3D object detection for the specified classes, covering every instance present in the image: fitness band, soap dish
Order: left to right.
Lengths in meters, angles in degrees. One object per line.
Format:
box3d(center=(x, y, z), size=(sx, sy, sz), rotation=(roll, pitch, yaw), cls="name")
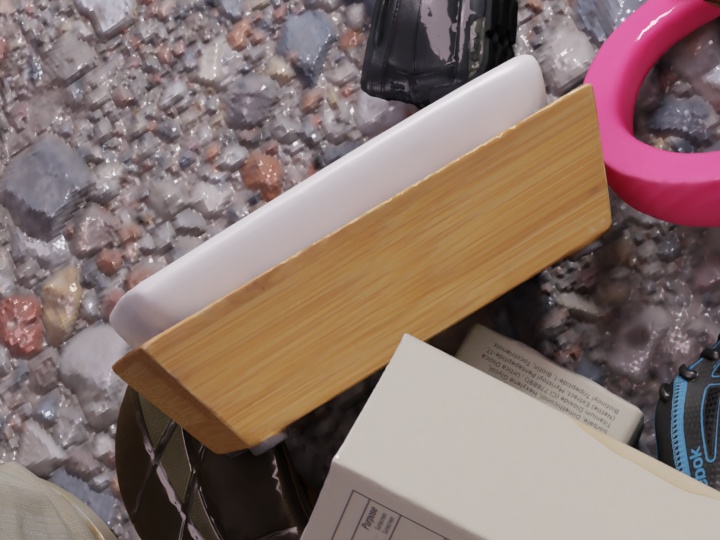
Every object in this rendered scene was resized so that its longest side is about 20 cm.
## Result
box3d(center=(0.000, 0.000, 1.020), size=(0.200, 0.157, 0.081), rotation=(-30, 90, -11), cls="soap dish")
box3d(center=(0.180, -0.089, 1.011), size=(0.200, 0.037, 0.144), rotation=(-16, 45, 23), cls="fitness band")

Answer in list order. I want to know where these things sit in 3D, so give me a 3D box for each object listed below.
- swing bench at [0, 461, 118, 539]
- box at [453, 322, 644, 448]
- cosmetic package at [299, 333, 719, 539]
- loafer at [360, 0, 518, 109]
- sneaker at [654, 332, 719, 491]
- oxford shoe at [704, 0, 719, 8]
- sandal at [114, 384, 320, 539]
box3d(center=(-0.194, 0.176, 1.077), size=(0.130, 0.199, 0.200), rotation=(18, 88, 28), cls="swing bench")
box3d(center=(0.034, 0.128, 1.023), size=(0.082, 0.068, 0.200), rotation=(30, 83, 10), cls="box")
box3d(center=(0.079, 0.118, 0.927), size=(0.200, 0.104, 0.073), rotation=(28, 49, 5), cls="cosmetic package")
box3d(center=(0.035, -0.170, 1.116), size=(0.070, 0.068, 0.201), rotation=(3, 83, 18), cls="loafer")
box3d(center=(0.157, 0.043, 1.006), size=(0.082, 0.073, 0.200), rotation=(18, 85, 33), cls="sneaker")
box3d(center=(0.190, -0.118, 0.941), size=(0.200, 0.071, 0.071), rotation=(3, 88, 39), cls="oxford shoe")
box3d(center=(-0.034, 0.118, 1.098), size=(0.082, 0.055, 0.200), rotation=(-44, 78, 17), cls="sandal")
